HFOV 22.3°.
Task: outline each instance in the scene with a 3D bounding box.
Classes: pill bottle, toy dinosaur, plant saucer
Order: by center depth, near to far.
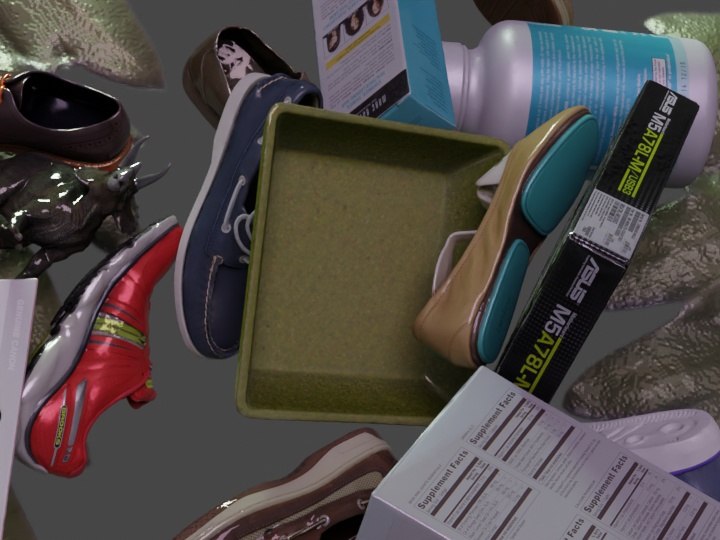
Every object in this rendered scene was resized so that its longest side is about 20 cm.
[{"bbox_3d":[0.000,0.000,1.219,0.199,0.048,0.201,6,90,-35],"label":"plant saucer"},{"bbox_3d":[-0.221,-0.044,1.248,0.200,0.077,0.102,13,43,42],"label":"toy dinosaur"},{"bbox_3d":[0.150,-0.122,1.327,0.199,0.111,0.111,5,64,-7],"label":"pill bottle"}]

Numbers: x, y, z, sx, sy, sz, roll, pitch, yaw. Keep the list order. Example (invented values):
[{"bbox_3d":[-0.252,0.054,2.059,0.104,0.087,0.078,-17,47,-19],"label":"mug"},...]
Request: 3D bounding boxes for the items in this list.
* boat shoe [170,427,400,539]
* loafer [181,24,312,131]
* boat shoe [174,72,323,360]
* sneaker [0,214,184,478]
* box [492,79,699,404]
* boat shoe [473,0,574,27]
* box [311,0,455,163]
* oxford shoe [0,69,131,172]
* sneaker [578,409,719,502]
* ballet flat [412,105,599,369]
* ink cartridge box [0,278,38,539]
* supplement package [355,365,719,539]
[{"bbox_3d":[-0.049,0.177,1.168,0.202,0.075,0.075,-31,65,-21],"label":"boat shoe"},{"bbox_3d":[-0.053,-0.098,1.307,0.200,0.067,0.076,42,66,12],"label":"loafer"},{"bbox_3d":[-0.069,-0.034,1.238,0.062,0.075,0.201,14,86,42],"label":"boat shoe"},{"bbox_3d":[-0.167,0.053,1.227,0.085,0.077,0.200,38,64,-13],"label":"sneaker"},{"bbox_3d":[0.143,0.001,1.189,0.047,0.194,0.200,26,40,6],"label":"box"},{"bbox_3d":[0.111,-0.251,1.404,0.063,0.073,0.200,-16,65,-37],"label":"boat shoe"},{"bbox_3d":[0.013,-0.161,1.306,0.049,0.082,0.200,31,37,-35],"label":"box"},{"bbox_3d":[-0.258,-0.121,1.282,0.199,0.073,0.071,9,64,-5],"label":"oxford shoe"},{"bbox_3d":[0.163,0.177,1.206,0.199,0.147,0.081,-12,18,25],"label":"sneaker"},{"bbox_3d":[0.092,-0.030,1.213,0.063,0.069,0.200,16,67,31],"label":"ballet flat"},{"bbox_3d":[-0.299,0.101,1.168,0.175,0.045,0.201,1,64,5],"label":"ink cartridge box"},{"bbox_3d":[0.105,0.194,1.095,0.200,0.152,0.151,30,39,14],"label":"supplement package"}]
